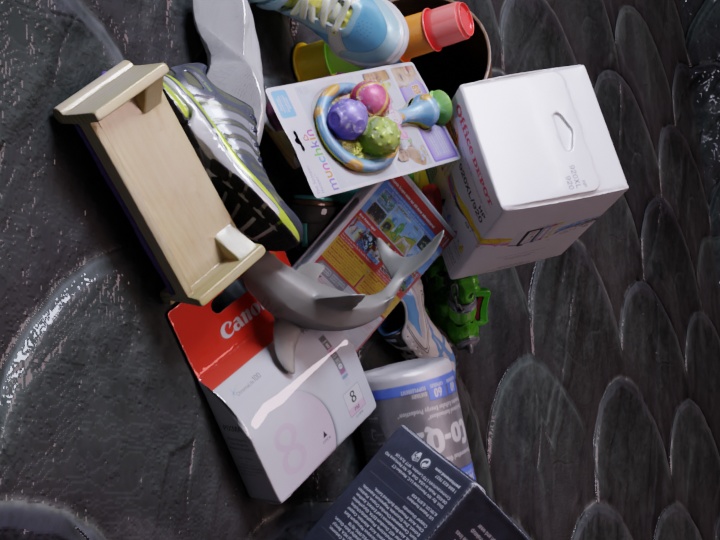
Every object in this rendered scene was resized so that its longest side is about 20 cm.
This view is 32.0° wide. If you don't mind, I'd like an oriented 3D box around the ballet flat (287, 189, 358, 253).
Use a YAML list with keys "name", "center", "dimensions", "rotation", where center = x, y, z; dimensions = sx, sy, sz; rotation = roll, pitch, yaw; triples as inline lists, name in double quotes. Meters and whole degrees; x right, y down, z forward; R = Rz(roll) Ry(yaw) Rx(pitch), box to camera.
- name: "ballet flat"
  center: [-0.030, -0.050, 1.324]
  dimensions: [0.200, 0.068, 0.069]
  rotation: [-15, 108, -68]

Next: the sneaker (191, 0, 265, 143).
- name: "sneaker"
  center: [-0.119, -0.175, 1.208]
  dimensions: [0.088, 0.075, 0.200]
  rotation: [52, 35, -73]

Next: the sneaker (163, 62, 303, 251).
- name: "sneaker"
  center: [-0.112, -0.105, 1.113]
  dimensions: [0.200, 0.074, 0.081]
  rotation: [53, 50, -9]

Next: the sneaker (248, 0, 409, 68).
- name: "sneaker"
  center: [-0.051, -0.274, 1.280]
  dimensions: [0.131, 0.200, 0.080]
  rotation: [8, 114, -54]

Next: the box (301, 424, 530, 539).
- name: "box"
  center: [0.052, 0.289, 1.197]
  dimensions: [0.200, 0.117, 0.197]
  rotation: [-49, 134, -8]

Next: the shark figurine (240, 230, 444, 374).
- name: "shark figurine"
  center: [-0.009, 0.022, 1.169]
  dimensions: [0.214, 0.089, 0.128]
  rotation: [-3, 77, -36]

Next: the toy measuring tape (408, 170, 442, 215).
- name: "toy measuring tape"
  center: [0.041, -0.094, 1.318]
  dimensions: [0.200, 0.073, 0.074]
  rotation: [68, 27, -43]

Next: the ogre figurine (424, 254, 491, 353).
- name: "ogre figurine"
  center: [0.107, 0.020, 1.503]
  dimensions: [0.098, 0.200, 0.120]
  rotation: [-21, 118, -24]

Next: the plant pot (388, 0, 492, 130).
- name: "plant pot"
  center: [0.079, -0.193, 1.492]
  dimensions: [0.200, 0.187, 0.187]
  rotation: [57, 32, -63]

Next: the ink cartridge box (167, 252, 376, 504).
- name: "ink cartridge box"
  center: [-0.075, 0.088, 1.166]
  dimensions: [0.163, 0.057, 0.200]
  rotation: [-40, 122, -42]

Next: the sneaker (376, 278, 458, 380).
- name: "sneaker"
  center: [0.055, 0.074, 1.451]
  dimensions: [0.072, 0.072, 0.200]
  rotation: [-46, 130, -25]

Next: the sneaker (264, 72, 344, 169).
- name: "sneaker"
  center: [-0.041, -0.162, 1.267]
  dimensions: [0.075, 0.090, 0.200]
  rotation: [56, 14, -10]

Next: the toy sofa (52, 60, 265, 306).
- name: "toy sofa"
  center: [-0.175, -0.071, 1.059]
  dimensions: [0.083, 0.098, 0.200]
  rotation: [-43, 121, -30]

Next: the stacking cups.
- name: "stacking cups"
  center: [0.027, -0.241, 1.355]
  dimensions: [0.060, 0.200, 0.061]
  rotation: [36, 49, -56]

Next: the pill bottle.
- name: "pill bottle"
  center: [0.063, 0.202, 1.353]
  dimensions: [0.114, 0.114, 0.200]
  rotation: [-16, 94, -63]

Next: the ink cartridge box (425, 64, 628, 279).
- name: "ink cartridge box"
  center: [0.164, -0.102, 1.339]
  dimensions: [0.200, 0.144, 0.147]
  rotation: [120, -45, -66]

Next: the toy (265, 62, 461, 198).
- name: "toy"
  center: [0.016, -0.147, 1.208]
  dimensions: [0.200, 0.047, 0.115]
  rotation: [-18, 78, -44]

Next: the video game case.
- name: "video game case"
  center: [0.000, 0.000, 1.278]
  dimensions: [0.200, 0.017, 0.143]
  rotation: [-49, 137, -5]
